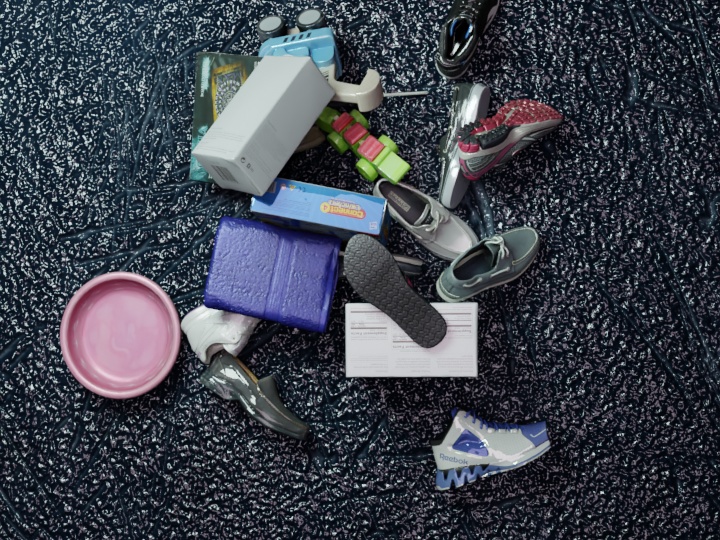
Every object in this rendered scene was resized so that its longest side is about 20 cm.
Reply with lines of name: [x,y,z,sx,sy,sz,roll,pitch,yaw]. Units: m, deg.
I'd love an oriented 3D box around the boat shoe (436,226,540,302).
boat shoe: [0.207,-0.017,1.636,0.198,0.062,0.073,-28,71,-21]

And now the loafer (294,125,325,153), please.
loafer: [-0.155,-0.221,1.689,0.196,0.076,0.069,-2,102,4]

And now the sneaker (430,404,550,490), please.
sneaker: [0.193,0.258,1.651,0.197,0.081,0.117,-21,89,5]

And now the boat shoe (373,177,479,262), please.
boat shoe: [0.105,-0.083,1.674,0.199,0.066,0.072,40,91,4]

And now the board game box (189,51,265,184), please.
board game box: [-0.201,-0.233,1.642,0.133,0.028,0.204,11,101,25]

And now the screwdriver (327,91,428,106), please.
screwdriver: [0.017,-0.279,1.681,0.196,0.029,0.028,-6,84,-10]

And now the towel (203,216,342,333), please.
towel: [-0.134,0.006,1.624,0.196,0.050,0.150,12,81,0]

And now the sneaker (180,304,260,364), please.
sneaker: [-0.184,0.077,1.679,0.198,0.075,0.101,-29,69,8]

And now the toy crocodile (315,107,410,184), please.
toy crocodile: [0.001,-0.203,1.666,0.067,0.062,0.200,-43,59,-4]

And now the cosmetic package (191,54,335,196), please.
cosmetic package: [-0.139,-0.215,1.533,0.201,0.112,0.081,-54,130,-19]

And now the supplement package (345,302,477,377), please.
supplement package: [0.080,0.106,1.625,0.196,0.156,0.113,0,87,4]

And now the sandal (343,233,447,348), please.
sandal: [0.046,0.031,1.538,0.075,0.045,0.200,-41,99,6]

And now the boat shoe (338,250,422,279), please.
boat shoe: [0.000,0.000,1.675,0.196,0.075,0.063,4,87,6]

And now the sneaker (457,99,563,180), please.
sneaker: [0.230,-0.209,1.651,0.198,0.081,0.076,-24,131,-23]

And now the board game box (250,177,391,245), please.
board game box: [-0.055,-0.086,1.619,0.196,0.196,0.057,11,85,5]

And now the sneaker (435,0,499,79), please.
sneaker: [0.175,-0.405,1.654,0.072,0.112,0.203,18,90,3]

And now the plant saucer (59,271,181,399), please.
plant saucer: [-0.384,0.104,1.712,0.197,0.051,0.205,0,89,3]

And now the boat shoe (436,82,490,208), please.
boat shoe: [0.155,-0.200,1.679,0.056,0.068,0.203,15,89,24]

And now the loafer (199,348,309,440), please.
loafer: [-0.159,0.198,1.685,0.198,0.073,0.073,33,86,3]

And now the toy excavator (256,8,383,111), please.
toy excavator: [-0.064,-0.305,1.623,0.191,0.101,0.202,-9,48,6]
